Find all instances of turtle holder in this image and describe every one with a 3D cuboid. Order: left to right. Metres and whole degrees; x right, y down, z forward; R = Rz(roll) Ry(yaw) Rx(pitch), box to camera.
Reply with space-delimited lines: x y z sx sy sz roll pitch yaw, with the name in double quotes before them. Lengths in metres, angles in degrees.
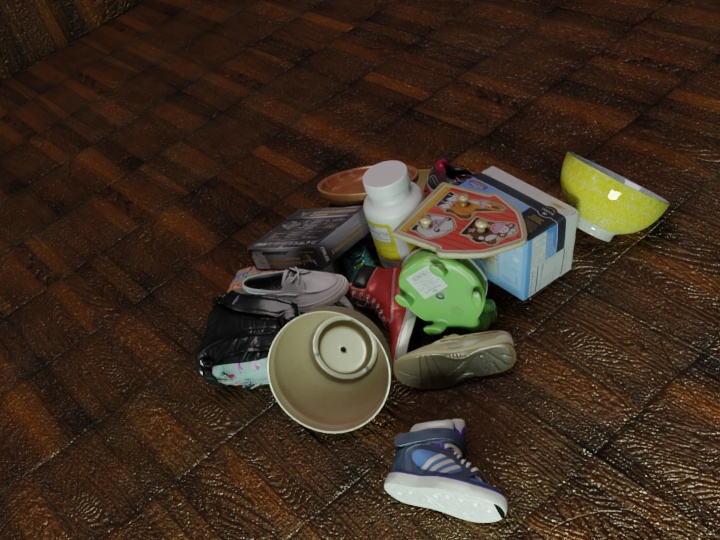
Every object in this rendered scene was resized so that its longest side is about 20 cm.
"turtle holder" 0.156 0.020 1.628 0.184 0.141 0.132 22 40 -1

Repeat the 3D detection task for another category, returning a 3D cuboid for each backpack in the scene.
"backpack" -0.172 0.124 1.726 0.199 0.127 0.168 -7 57 25

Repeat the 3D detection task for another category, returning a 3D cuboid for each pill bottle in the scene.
"pill bottle" 0.068 -0.091 1.771 0.111 0.201 0.112 -12 38 9

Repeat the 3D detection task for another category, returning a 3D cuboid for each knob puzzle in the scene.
"knob puzzle" 0.178 -0.083 1.607 0.218 0.031 0.220 -2 36 1

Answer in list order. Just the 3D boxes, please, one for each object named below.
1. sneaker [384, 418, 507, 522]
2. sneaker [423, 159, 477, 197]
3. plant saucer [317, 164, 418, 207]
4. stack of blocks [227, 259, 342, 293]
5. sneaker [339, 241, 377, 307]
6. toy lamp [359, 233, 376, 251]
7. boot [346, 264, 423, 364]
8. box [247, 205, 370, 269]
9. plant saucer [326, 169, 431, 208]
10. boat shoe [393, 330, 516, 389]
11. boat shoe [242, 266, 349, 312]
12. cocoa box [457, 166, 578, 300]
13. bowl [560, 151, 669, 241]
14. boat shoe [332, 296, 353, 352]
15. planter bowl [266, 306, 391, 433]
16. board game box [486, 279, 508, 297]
"sneaker" 0.140 0.273 1.431 0.199 0.081 0.147 2 47 36
"sneaker" 0.220 -0.143 1.871 0.199 0.075 0.081 19 37 3
"plant saucer" 0.016 -0.163 1.929 0.199 0.038 0.200 -8 20 3
"stack of blocks" -0.140 0.019 1.867 0.199 0.059 0.115 -16 18 9
"sneaker" 0.000 0.000 1.837 0.077 0.080 0.200 -26 38 -7
"toy lamp" 0.091 -0.068 1.897 0.199 0.058 0.058 -6 39 18
"boot" 0.035 0.077 1.702 0.143 0.073 0.201 1 54 13
"box" -0.092 -0.061 1.855 0.199 0.049 0.158 0 30 45
"plant saucer" 0.061 -0.144 1.984 0.199 0.049 0.200 1 26 27
"boat shoe" 0.151 0.139 1.606 0.199 0.073 0.065 -13 27 9
"boat shoe" -0.118 0.026 1.748 0.199 0.069 0.072 -2 47 30
"cocoa box" 0.255 -0.067 1.718 0.131 0.134 0.200 -30 45 -30
"bowl" 0.425 -0.116 1.734 0.200 0.199 0.108 44 112 50
"boat shoe" -0.046 0.080 1.768 0.073 0.067 0.200 -22 35 -2
"planter bowl" -0.037 0.144 1.608 0.199 0.202 0.135 -10 11 15
"board game box" 0.159 0.018 1.782 0.199 0.032 0.120 -14 42 8
